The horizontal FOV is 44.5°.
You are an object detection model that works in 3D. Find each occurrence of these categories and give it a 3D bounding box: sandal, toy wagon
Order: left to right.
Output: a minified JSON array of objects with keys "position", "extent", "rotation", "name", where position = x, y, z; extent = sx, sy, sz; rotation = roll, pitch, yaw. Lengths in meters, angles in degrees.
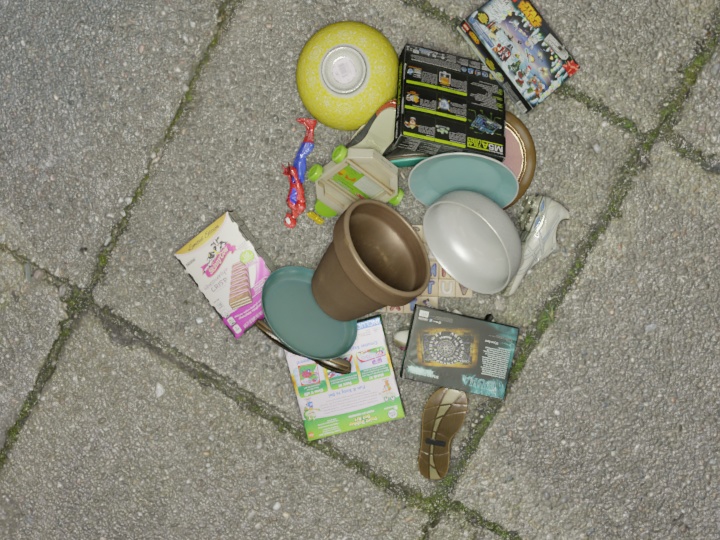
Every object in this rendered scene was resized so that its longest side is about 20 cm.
[{"position":[-0.101,0.131,1.624],"extent":[0.197,0.082,0.055],"rotation":[24,77,0],"name":"sandal"},{"position":[-0.024,-0.149,1.612],"extent":[0.154,0.040,0.199],"rotation":[33,135,-29],"name":"toy wagon"},{"position":[0.153,0.304,1.680],"extent":[0.079,0.054,0.203],"rotation":[13,111,8],"name":"sandal"}]

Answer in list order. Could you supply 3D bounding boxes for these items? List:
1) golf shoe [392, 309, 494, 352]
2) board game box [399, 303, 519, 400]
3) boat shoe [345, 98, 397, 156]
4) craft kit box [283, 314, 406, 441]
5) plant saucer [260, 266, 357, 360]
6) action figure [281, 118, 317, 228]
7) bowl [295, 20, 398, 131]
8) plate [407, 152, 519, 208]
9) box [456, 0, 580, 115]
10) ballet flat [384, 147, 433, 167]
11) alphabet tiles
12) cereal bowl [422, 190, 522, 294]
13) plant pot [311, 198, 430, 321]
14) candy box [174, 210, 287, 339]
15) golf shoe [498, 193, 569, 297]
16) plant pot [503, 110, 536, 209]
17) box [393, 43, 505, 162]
[{"position":[0.158,0.118,1.650],"extent":[0.196,0.073,0.094],"rotation":[3,92,-6],"name":"golf shoe"},{"position":[0.180,0.149,1.602],"extent":[0.197,0.028,0.138],"rotation":[13,92,-6],"name":"board game box"},{"position":[0.015,-0.231,1.614],"extent":[0.071,0.063,0.200],"rotation":[33,121,-13],"name":"boat shoe"},{"position":[-0.030,0.205,1.683],"extent":[0.197,0.049,0.201],"rotation":[-14,92,5],"name":"craft kit box"},{"position":[-0.097,0.082,1.606],"extent":[0.199,0.201,0.027],"rotation":[40,129,-1],"name":"plant saucer"},{"position":[-0.118,-0.180,1.639],"extent":[0.051,0.065,0.204],"rotation":[4,95,-19],"name":"action figure"},{"position":[-0.026,-0.357,1.592],"extent":[0.196,0.108,0.204],"rotation":[0,95,4],"name":"bowl"},{"position":[0.182,-0.158,1.560],"extent":[0.196,0.201,0.026],"rotation":[7,64,3],"name":"plate"},{"position":[0.284,-0.398,1.574],"extent":[0.137,0.040,0.201],"rotation":[-40,93,-20],"name":"box"},{"position":[0.139,-0.222,1.596],"extent":[0.196,0.068,0.070],"rotation":[1,84,3],"name":"ballet flat"},{"position":[0.116,-0.002,1.669],"extent":[0.196,0.008,0.170],"rotation":[2,96,4],"name":"alphabet tiles"},{"position":[0.211,-0.061,1.573],"extent":[0.083,0.200,0.201],"rotation":[-39,92,-28],"name":"cereal bowl"},{"position":[0.000,0.000,1.589],"extent":[0.201,0.200,0.174],"rotation":[49,128,-2],"name":"plant pot"},{"position":[-0.238,0.007,1.666],"extent":[0.136,0.061,0.201],"rotation":[-37,92,6],"name":"candy box"},{"position":[0.322,-0.036,1.622],"extent":[0.096,0.078,0.203],"rotation":[18,105,-15],"name":"golf shoe"},{"position":[0.229,-0.204,1.631],"extent":[0.196,0.027,0.204],"rotation":[0,96,3],"name":"plant pot"},{"position":[0.160,-0.290,1.551],"extent":[0.197,0.048,0.196],"rotation":[9,68,-13],"name":"box"}]
